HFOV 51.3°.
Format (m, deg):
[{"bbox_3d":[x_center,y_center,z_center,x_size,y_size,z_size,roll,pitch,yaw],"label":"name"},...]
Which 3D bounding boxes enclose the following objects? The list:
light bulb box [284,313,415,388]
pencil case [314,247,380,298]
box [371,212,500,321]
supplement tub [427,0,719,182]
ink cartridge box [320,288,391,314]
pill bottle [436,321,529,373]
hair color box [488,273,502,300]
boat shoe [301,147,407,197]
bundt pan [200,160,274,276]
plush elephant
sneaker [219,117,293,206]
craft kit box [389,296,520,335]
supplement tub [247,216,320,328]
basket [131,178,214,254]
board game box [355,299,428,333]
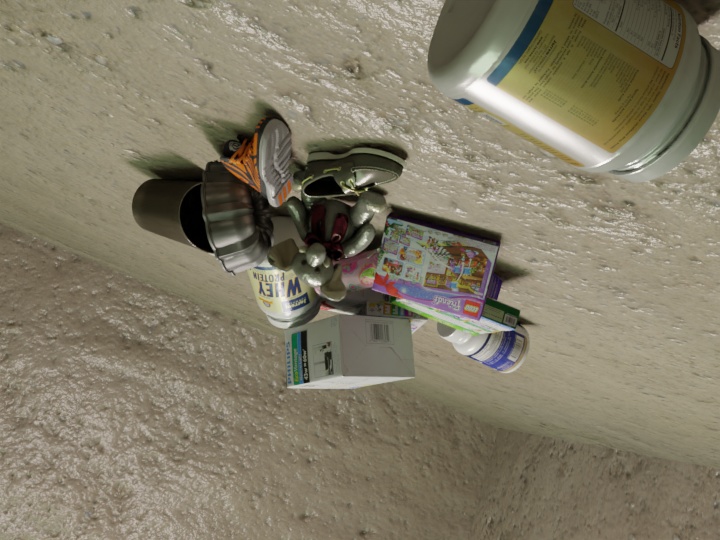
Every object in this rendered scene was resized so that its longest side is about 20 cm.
[{"bbox_3d":[-0.025,0.173,1.557,0.197,0.126,0.199,8,163,-39],"label":"light bulb box"},{"bbox_3d":[0.000,0.000,1.486,0.198,0.088,0.087,-14,150,34],"label":"pencil case"},{"bbox_3d":[0.128,-0.008,1.290,0.198,0.138,0.039,17,-160,13],"label":"box"},{"bbox_3d":[0.168,-0.167,0.590,0.198,0.146,0.144,24,166,-19],"label":"supplement tub"},{"bbox_3d":[0.009,0.050,1.668,0.198,0.085,0.144,14,163,-30],"label":"ink cartridge box"},{"bbox_3d":[0.276,0.146,1.708,0.199,0.121,0.119,26,165,-26],"label":"pill bottle"},{"bbox_3d":[0.173,0.003,1.418,0.109,0.065,0.200,7,161,41],"label":"hair color box"},{"bbox_3d":[-0.014,-0.140,1.117,0.200,0.061,0.072,4,160,47],"label":"boat shoe"},{"bbox_3d":[-0.203,-0.096,1.299,0.075,0.204,0.202,-8,160,10],"label":"bundt pan"},{"bbox_3d":[-0.067,-0.045,1.270,0.163,0.156,0.201,20,148,-1],"label":"plush elephant"},{"bbox_3d":[-0.168,-0.178,1.153,0.111,0.078,0.201,31,155,11],"label":"sneaker"},{"bbox_3d":[0.177,0.070,1.452,0.198,0.049,0.197,22,165,-12],"label":"craft kit box"},{"bbox_3d":[-0.159,0.006,1.558,0.144,0.145,0.202,12,135,26],"label":"supplement tub"},{"bbox_3d":[-0.363,-0.121,1.529,0.198,0.137,0.180,13,171,37],"label":"basket"},{"bbox_3d":[0.059,0.111,1.647,0.133,0.035,0.200,4,162,-9],"label":"board game box"}]
